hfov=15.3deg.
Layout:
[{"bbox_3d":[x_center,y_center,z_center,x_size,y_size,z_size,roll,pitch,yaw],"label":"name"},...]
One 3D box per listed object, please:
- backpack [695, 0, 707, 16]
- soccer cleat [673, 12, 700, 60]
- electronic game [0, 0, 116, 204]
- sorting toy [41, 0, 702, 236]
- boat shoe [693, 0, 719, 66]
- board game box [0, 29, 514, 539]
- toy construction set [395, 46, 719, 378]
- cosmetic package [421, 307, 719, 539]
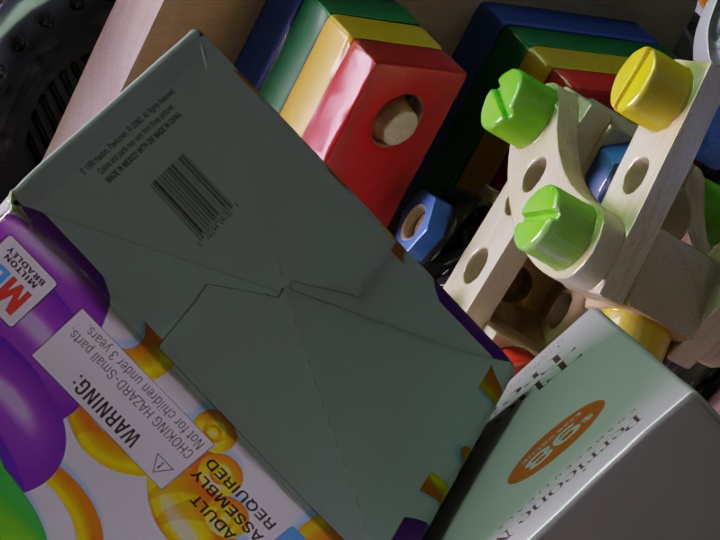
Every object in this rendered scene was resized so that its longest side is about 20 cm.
[{"bbox_3d":[0.161,-0.171,0.861,0.176,0.153,0.200,-27,-31,-32],"label":"backpack"},{"bbox_3d":[0.122,-0.085,1.042,0.077,0.069,0.200,-27,-5,-7],"label":"soccer cleat"},{"bbox_3d":[-0.076,-0.049,0.765,0.200,0.200,0.042,-43,44,1],"label":"electronic game"},{"bbox_3d":[0.000,0.000,0.786,0.200,0.070,0.199,2,-55,-43],"label":"sorting toy"},{"bbox_3d":[0.173,-0.090,0.754,0.200,0.074,0.067,-33,-14,-16],"label":"boat shoe"},{"bbox_3d":[-0.081,0.062,0.574,0.200,0.103,0.105,-41,6,28],"label":"board game box"},{"bbox_3d":[0.032,0.031,0.676,0.200,0.092,0.131,-46,24,1],"label":"toy construction set"},{"bbox_3d":[-0.002,0.097,0.546,0.200,0.052,0.151,-43,7,2],"label":"cosmetic package"}]
